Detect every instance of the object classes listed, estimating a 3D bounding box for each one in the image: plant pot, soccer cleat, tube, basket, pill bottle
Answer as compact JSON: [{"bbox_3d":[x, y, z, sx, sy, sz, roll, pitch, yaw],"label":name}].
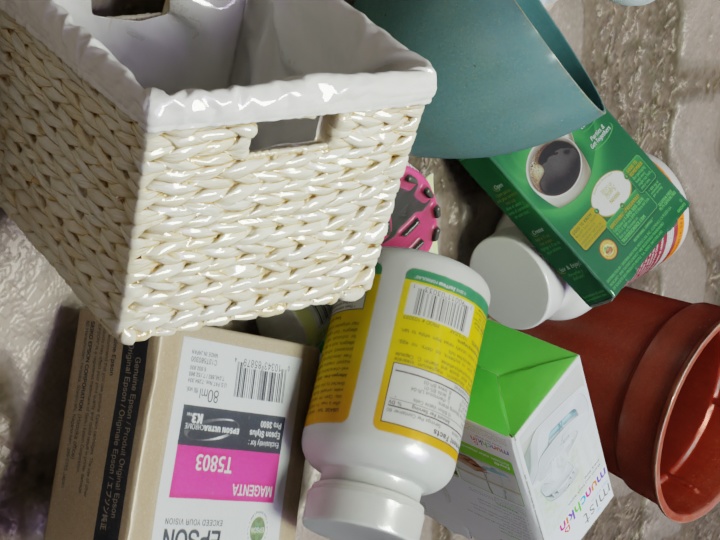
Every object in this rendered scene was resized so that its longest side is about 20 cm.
[{"bbox_3d":[0.065,-0.158,1.243,0.135,0.200,0.200,-34,145,13],"label":"plant pot"},{"bbox_3d":[-0.003,-0.070,1.263,0.070,0.086,0.200,-48,146,-9],"label":"soccer cleat"},{"bbox_3d":[0.242,0.098,1.566,0.201,0.195,0.201,-27,128,-41],"label":"plant pot"},{"bbox_3d":[0.000,0.000,1.339,0.200,0.052,0.058,-37,175,-40],"label":"tube"},{"bbox_3d":[-0.100,-0.084,1.011,0.198,0.200,0.161,-10,128,-37],"label":"basket"},{"bbox_3d":[0.189,-0.025,1.506,0.200,0.113,0.113,-29,129,-41],"label":"pill bottle"},{"bbox_3d":[0.021,0.094,1.235,0.113,0.113,0.200,40,58,-53],"label":"pill bottle"}]

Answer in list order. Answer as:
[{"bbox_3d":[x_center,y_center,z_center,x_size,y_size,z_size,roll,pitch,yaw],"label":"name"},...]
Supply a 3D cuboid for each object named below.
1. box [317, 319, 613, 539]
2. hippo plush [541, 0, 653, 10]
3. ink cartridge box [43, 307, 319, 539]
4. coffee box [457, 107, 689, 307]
[{"bbox_3d":[0.083,0.125,1.374,0.097,0.200,0.177,-47,138,-26],"label":"box"},{"bbox_3d":[0.200,-0.284,1.346,0.159,0.161,0.200,3,105,-52],"label":"hippo plush"},{"bbox_3d":[-0.116,0.119,1.184,0.200,0.075,0.165,14,81,-59],"label":"ink cartridge box"},{"bbox_3d":[0.165,-0.084,1.411,0.200,0.044,0.123,46,63,-9],"label":"coffee box"}]
